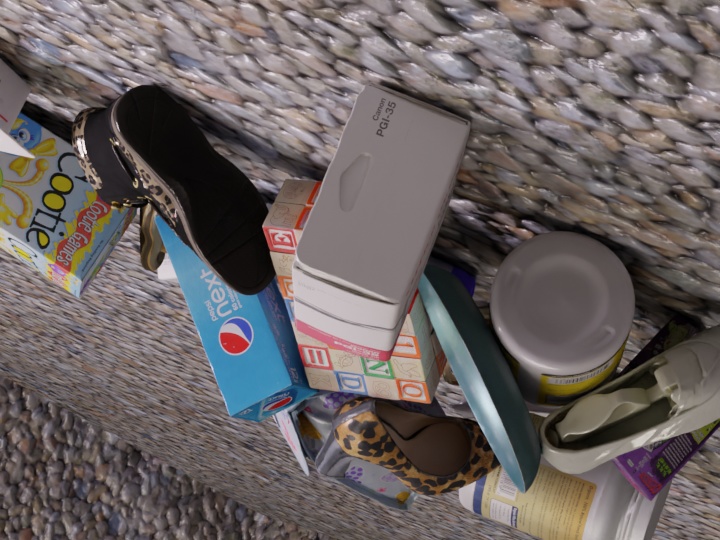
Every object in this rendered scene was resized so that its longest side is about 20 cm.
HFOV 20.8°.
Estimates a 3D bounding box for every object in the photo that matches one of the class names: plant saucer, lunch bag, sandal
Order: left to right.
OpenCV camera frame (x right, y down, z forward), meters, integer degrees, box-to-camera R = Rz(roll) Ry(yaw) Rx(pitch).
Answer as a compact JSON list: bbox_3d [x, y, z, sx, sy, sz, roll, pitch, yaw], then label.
[{"bbox_3d":[-0.182,-0.051,1.854,0.054,0.081,0.200,0,164,-8],"label":"sandal"},{"bbox_3d":[-0.026,0.121,1.897,0.200,0.127,0.170,31,-164,-38],"label":"lunch bag"},{"bbox_3d":[0.096,0.081,1.551,0.200,0.027,0.201,155,90,-86],"label":"plant saucer"}]

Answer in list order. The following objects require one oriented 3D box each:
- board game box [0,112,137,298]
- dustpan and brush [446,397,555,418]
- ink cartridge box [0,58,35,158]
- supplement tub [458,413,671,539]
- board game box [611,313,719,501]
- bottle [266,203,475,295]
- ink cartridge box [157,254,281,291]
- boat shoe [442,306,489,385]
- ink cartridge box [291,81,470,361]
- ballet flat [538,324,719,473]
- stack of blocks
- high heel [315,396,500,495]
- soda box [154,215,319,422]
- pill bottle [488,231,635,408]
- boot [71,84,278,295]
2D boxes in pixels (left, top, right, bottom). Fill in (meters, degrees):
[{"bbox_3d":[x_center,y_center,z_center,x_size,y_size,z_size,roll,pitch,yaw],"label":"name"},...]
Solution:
[{"bbox_3d":[-0.316,-0.076,1.818,0.200,0.103,0.105,33,167,-2],"label":"board game box"},{"bbox_3d":[0.160,0.124,1.864,0.199,0.058,0.139,15,172,-39],"label":"dustpan and brush"},{"bbox_3d":[-0.367,-0.167,1.685,0.199,0.068,0.117,17,165,28],"label":"ink cartridge box"},{"bbox_3d":[0.217,0.213,2.037,0.199,0.145,0.144,20,167,15],"label":"supplement tub"},{"bbox_3d":[0.256,0.119,1.656,0.032,0.120,0.200,37,175,29],"label":"board game box"},{"bbox_3d":[0.000,0.000,1.729,0.199,0.065,0.084,23,158,2],"label":"bottle"},{"bbox_3d":[-0.086,0.001,1.974,0.199,0.050,0.161,9,174,-26],"label":"ink cartridge box"},{"bbox_3d":[0.105,0.076,1.836,0.199,0.074,0.076,11,160,45],"label":"boat shoe"},{"bbox_3d":[0.012,-0.029,1.413,0.082,0.147,0.200,21,167,3],"label":"ink cartridge box"},{"bbox_3d":[0.225,0.099,1.518,0.199,0.070,0.069,-29,146,15],"label":"ballet flat"},{"bbox_3d":[-0.001,0.019,1.647,0.115,0.059,0.200,6,138,21],"label":"stack of blocks"},{"bbox_3d":[0.066,0.149,1.769,0.199,0.072,0.143,-2,155,-15],"label":"high heel"},{"bbox_3d":[-0.111,0.030,1.748,0.068,0.201,0.064,-28,161,16],"label":"soda box"},{"bbox_3d":[0.156,0.047,1.553,0.111,0.112,0.200,21,166,8],"label":"pill bottle"},{"bbox_3d":[-0.160,-0.067,1.647,0.200,0.073,0.150,51,160,-19],"label":"boot"}]
